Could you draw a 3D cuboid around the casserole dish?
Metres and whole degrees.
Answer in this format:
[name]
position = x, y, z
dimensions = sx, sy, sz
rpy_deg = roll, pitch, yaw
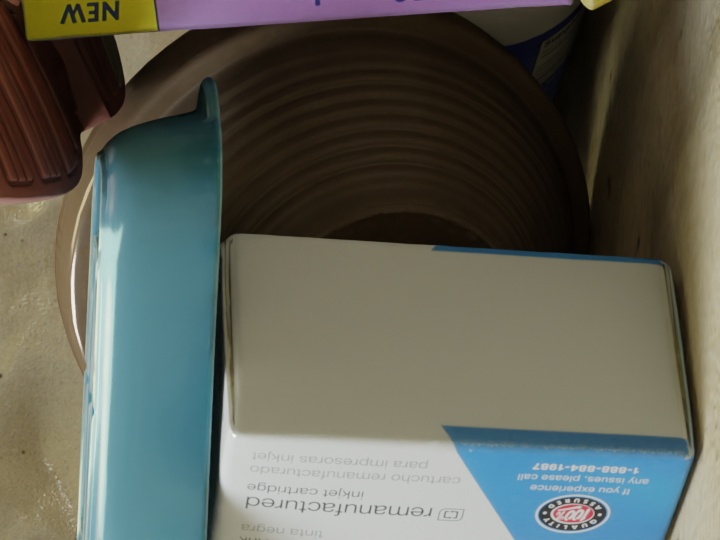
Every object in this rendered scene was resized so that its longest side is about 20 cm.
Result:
[casserole dish]
position = -0.069, 0.038, 0.859
dimensions = 0.121, 0.039, 0.201
rpy_deg = -133, 45, -80

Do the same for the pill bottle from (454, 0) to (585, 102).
[pill bottle]
position = 0.034, -0.115, 1.063
dimensions = 0.200, 0.112, 0.112
rpy_deg = 103, 170, -59

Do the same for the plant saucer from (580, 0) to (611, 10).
[plant saucer]
position = 0.102, -0.207, 0.775
dimensions = 0.200, 0.048, 0.201
rpy_deg = 105, 169, -57

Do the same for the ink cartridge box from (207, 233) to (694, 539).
[ink cartridge box]
position = 0.016, 0.087, 0.893
dimensions = 0.200, 0.144, 0.084
rpy_deg = 101, 169, -48

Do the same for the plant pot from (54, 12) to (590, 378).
[plant pot]
position = -0.002, 0.006, 0.963
dimensions = 0.093, 0.200, 0.202
rpy_deg = -129, 42, -62

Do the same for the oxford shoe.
[oxford shoe]
position = -0.131, -0.050, 0.872
dimensions = 0.200, 0.074, 0.071
rpy_deg = -50, -61, -76

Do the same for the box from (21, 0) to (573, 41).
[box]
position = -0.025, -0.184, 0.844
dimensions = 0.097, 0.175, 0.201
rpy_deg = -76, -18, -68
